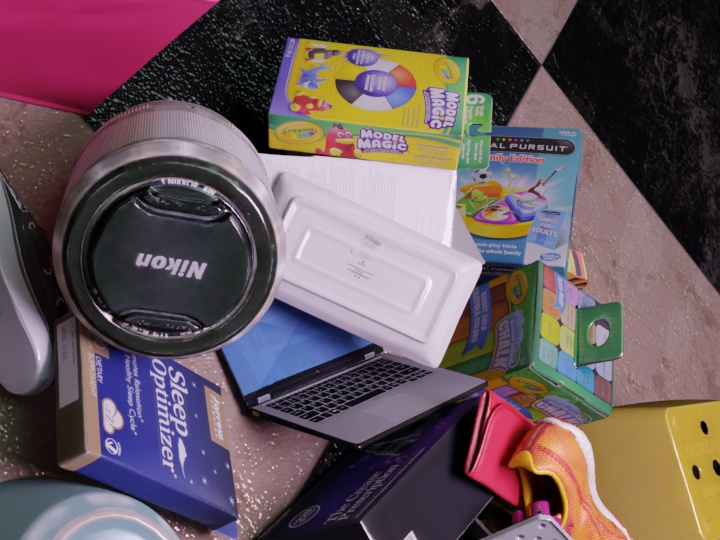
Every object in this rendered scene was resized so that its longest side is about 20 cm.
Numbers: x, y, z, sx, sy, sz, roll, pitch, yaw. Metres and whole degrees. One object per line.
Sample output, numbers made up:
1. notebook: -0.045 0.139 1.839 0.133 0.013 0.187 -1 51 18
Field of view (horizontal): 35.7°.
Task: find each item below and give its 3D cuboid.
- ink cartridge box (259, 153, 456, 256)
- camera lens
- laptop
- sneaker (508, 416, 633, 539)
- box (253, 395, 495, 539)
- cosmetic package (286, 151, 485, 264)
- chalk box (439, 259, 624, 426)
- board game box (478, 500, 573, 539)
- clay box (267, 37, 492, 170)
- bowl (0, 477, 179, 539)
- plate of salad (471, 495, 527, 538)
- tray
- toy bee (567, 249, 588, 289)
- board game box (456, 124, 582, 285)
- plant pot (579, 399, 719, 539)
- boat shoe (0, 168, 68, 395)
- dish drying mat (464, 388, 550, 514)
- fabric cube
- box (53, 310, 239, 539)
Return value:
1. ink cartridge box: -0.016 -0.047 1.025 0.200 0.050 0.109 5 88 -3
2. camera lens: -0.142 -0.037 0.839 0.160 0.160 0.200 43 8 -21
3. laptop: -0.018 0.056 1.001 0.187 0.200 0.116 -18 113 -47
4. sneaker: 0.178 0.217 0.957 0.077 0.073 0.200 -42 114 -29
5. box: 0.024 0.199 0.955 0.200 0.141 0.079 -36 97 -48
6. cosmetic package: 0.025 -0.063 1.115 0.090 0.107 0.200 -33 96 -47
7. chalk box: 0.171 0.082 1.116 0.124 0.200 0.125 32 50 -30
8. board game box: 0.125 0.292 0.957 0.200 0.200 0.026 47 27 -28
9. clay box: 0.023 -0.153 1.023 0.200 0.048 0.115 6 48 2
10. bowl: -0.190 0.229 0.755 0.201 0.105 0.201 21 58 -37
11. plate of salad: 0.164 0.252 1.060 0.200 0.048 0.200 39 6 -5
12. tray: 0.000 0.000 0.988 0.200 0.022 0.108 25 87 -3
13. toy bee: 0.207 -0.004 1.266 0.200 0.109 0.131 -18 85 -48
14. board game box: 0.158 -0.073 1.222 0.047 0.151 0.200 77 22 -50
15. plant pot: 0.306 0.230 1.194 0.200 0.176 0.200 1 70 -44
16. boat shoe: -0.259 -0.007 0.837 0.066 0.070 0.200 -14 79 -60
17. dish drying mat: 0.153 0.175 0.982 0.200 0.018 0.077 39 59 -45
18. fabric cube: -0.253 -0.264 0.872 0.200 0.199 0.197 7 65 -43
19. box: -0.149 0.120 0.845 0.200 0.032 0.121 41 28 -48
